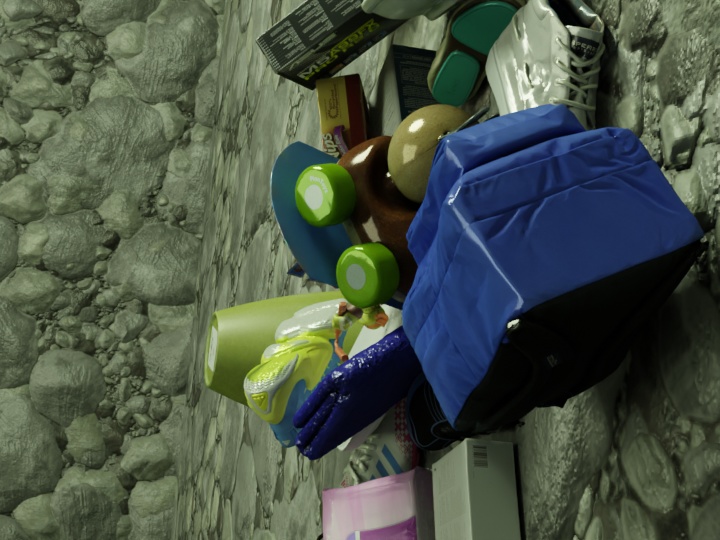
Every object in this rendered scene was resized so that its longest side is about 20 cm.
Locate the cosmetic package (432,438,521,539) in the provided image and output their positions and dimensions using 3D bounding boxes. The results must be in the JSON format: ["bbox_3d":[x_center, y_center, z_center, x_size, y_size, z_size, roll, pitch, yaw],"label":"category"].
[{"bbox_3d":[0.100,0.251,0.885,0.083,0.050,0.203,129,144,-58],"label":"cosmetic package"}]

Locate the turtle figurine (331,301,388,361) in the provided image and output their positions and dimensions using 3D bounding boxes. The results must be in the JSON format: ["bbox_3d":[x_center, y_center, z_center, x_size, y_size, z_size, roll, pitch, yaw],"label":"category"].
[{"bbox_3d":[0.000,0.000,1.111,0.200,0.063,0.164,-55,-47,-66],"label":"turtle figurine"}]

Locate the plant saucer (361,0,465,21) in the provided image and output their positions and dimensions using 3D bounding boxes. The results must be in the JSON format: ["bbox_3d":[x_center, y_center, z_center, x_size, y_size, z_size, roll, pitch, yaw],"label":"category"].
[{"bbox_3d":[0.094,-0.275,0.955,0.051,0.199,0.200,55,164,-7],"label":"plant saucer"}]

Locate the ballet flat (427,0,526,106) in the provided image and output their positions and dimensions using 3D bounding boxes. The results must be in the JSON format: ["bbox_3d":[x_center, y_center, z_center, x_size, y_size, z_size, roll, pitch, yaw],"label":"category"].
[{"bbox_3d":[0.113,-0.227,1.011,0.200,0.068,0.071,136,138,-67],"label":"ballet flat"}]

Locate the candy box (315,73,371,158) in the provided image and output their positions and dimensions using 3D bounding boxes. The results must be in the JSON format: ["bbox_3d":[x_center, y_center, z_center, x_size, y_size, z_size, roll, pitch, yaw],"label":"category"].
[{"bbox_3d":[-0.011,-0.146,1.263,0.200,0.055,0.119,65,-162,-82],"label":"candy box"}]

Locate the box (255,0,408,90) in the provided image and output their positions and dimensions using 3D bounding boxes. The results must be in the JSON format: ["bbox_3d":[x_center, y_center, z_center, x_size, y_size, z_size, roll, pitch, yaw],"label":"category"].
[{"bbox_3d":[-0.002,-0.274,1.124,0.045,0.199,0.160,56,-169,3],"label":"box"}]

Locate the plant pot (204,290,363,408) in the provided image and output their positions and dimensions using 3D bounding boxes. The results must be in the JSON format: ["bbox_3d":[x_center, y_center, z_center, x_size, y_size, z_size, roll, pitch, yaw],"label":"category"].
[{"bbox_3d":[-0.092,0.110,1.332,0.187,0.196,0.191,-174,90,-74],"label":"plant pot"}]

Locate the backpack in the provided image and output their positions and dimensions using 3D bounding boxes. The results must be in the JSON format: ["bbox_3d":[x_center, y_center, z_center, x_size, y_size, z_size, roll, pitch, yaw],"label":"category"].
[{"bbox_3d":[0.113,0.003,0.720,0.201,0.160,0.170,102,148,-54],"label":"backpack"}]

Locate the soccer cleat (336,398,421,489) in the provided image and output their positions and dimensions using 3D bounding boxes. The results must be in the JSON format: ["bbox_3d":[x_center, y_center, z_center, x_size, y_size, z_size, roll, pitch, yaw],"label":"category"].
[{"bbox_3d":[0.019,0.202,1.119,0.070,0.085,0.204,143,131,-68],"label":"soccer cleat"}]

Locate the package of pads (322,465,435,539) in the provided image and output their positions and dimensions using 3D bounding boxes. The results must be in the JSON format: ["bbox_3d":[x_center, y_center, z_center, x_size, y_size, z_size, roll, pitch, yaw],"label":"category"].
[{"bbox_3d":[0.029,0.294,0.997,0.119,0.075,0.203,-20,58,29],"label":"package of pads"}]

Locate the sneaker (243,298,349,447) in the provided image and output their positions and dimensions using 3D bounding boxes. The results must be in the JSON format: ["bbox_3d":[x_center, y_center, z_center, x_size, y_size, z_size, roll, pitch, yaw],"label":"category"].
[{"bbox_3d":[-0.055,0.113,1.129,0.200,0.075,0.107,-46,-58,-52],"label":"sneaker"}]

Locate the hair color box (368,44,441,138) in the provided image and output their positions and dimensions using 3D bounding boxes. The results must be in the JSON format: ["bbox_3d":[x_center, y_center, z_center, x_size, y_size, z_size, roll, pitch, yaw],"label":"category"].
[{"bbox_3d":[0.055,-0.138,1.164,0.100,0.059,0.203,116,155,-54],"label":"hair color box"}]

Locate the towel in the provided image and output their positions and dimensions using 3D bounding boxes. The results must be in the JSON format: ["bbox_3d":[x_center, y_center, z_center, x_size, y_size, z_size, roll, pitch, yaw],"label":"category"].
[{"bbox_3d":[0.029,0.083,0.965,0.050,0.199,0.148,48,144,16],"label":"towel"}]

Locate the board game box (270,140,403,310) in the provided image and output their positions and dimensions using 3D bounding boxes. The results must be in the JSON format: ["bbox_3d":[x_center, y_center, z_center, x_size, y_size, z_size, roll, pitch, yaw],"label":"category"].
[{"bbox_3d":[-0.016,-0.032,1.009,0.039,0.198,0.160,-37,48,35],"label":"board game box"}]

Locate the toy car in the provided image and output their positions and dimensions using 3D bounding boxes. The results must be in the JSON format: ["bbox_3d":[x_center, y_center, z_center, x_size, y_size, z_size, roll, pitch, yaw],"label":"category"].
[{"bbox_3d":[0.072,-0.079,0.937,0.199,0.163,0.159,-39,74,38],"label":"toy car"}]

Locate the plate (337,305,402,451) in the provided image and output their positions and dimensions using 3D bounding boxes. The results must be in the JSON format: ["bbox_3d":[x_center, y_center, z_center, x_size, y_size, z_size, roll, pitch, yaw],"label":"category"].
[{"bbox_3d":[0.021,0.097,1.141,0.202,0.032,0.200,-62,9,-6],"label":"plate"}]

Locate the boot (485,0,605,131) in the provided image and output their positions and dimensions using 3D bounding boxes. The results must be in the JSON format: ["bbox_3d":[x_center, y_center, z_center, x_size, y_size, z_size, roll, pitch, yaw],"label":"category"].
[{"bbox_3d":[0.153,-0.143,0.816,0.096,0.072,0.202,119,148,-40],"label":"boot"}]

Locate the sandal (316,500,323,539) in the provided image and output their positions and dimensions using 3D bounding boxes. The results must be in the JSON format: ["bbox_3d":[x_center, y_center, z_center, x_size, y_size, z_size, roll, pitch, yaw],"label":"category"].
[{"bbox_3d":[-0.034,0.368,1.288,0.080,0.056,0.204,116,155,-48],"label":"sandal"}]

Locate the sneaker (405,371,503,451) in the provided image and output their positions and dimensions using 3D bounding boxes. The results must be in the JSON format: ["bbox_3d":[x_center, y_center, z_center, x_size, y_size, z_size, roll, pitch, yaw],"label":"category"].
[{"bbox_3d":[0.091,0.118,0.933,0.201,0.069,0.079,113,157,-47],"label":"sneaker"}]
